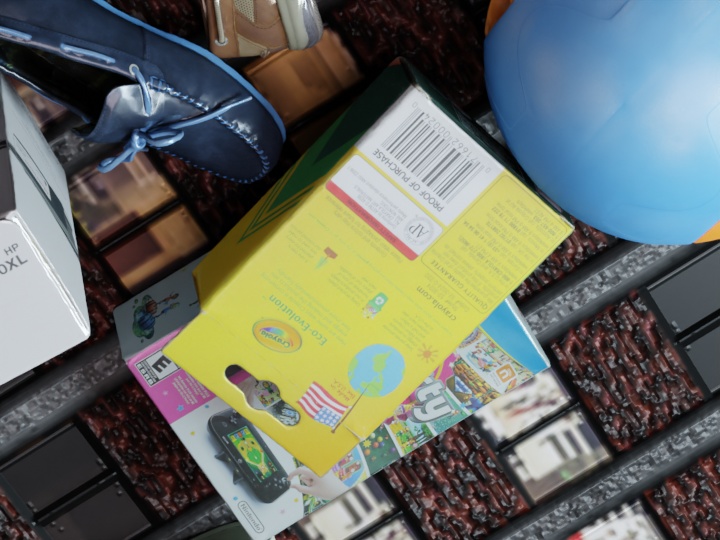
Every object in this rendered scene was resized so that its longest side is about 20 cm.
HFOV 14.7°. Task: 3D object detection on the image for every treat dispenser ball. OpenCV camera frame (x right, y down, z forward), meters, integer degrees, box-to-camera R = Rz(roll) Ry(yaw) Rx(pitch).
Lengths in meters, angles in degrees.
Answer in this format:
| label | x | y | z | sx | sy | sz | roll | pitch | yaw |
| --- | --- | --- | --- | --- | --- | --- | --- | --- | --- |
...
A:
| label | x | y | z | sx | sy | sz | roll | pitch | yaw |
| --- | --- | --- | --- | --- | --- | --- | --- | --- | --- |
| treat dispenser ball | 0.164 | -0.114 | 1.466 | 0.200 | 0.201 | 0.202 | -4 | 116 | -9 |

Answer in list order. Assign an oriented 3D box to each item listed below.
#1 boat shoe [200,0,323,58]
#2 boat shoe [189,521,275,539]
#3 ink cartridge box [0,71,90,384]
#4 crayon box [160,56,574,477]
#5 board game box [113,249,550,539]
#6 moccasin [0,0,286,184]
| label | x | y | z | sx | sy | sz | roll | pitch | yaw |
| --- | --- | --- | --- | --- | --- | --- | --- | --- | --- |
| boat shoe | -0.079 | -0.195 | 1.453 | 0.071 | 0.076 | 0.201 | -18 | 116 | 1 |
| boat shoe | -0.135 | 0.215 | 1.642 | 0.200 | 0.072 | 0.061 | -22 | 114 | -2 |
| ink cartridge box | -0.225 | -0.008 | 1.444 | 0.144 | 0.200 | 0.084 | -28 | 117 | 4 |
| crayon box | 0.000 | 0.000 | 1.506 | 0.127 | 0.051 | 0.200 | 41 | 102 | -23 |
| board game box | -0.017 | 0.039 | 1.585 | 0.199 | 0.064 | 0.148 | -32 | 117 | 4 |
| moccasin | -0.136 | -0.093 | 1.485 | 0.199 | 0.068 | 0.080 | 27 | 141 | -14 |
